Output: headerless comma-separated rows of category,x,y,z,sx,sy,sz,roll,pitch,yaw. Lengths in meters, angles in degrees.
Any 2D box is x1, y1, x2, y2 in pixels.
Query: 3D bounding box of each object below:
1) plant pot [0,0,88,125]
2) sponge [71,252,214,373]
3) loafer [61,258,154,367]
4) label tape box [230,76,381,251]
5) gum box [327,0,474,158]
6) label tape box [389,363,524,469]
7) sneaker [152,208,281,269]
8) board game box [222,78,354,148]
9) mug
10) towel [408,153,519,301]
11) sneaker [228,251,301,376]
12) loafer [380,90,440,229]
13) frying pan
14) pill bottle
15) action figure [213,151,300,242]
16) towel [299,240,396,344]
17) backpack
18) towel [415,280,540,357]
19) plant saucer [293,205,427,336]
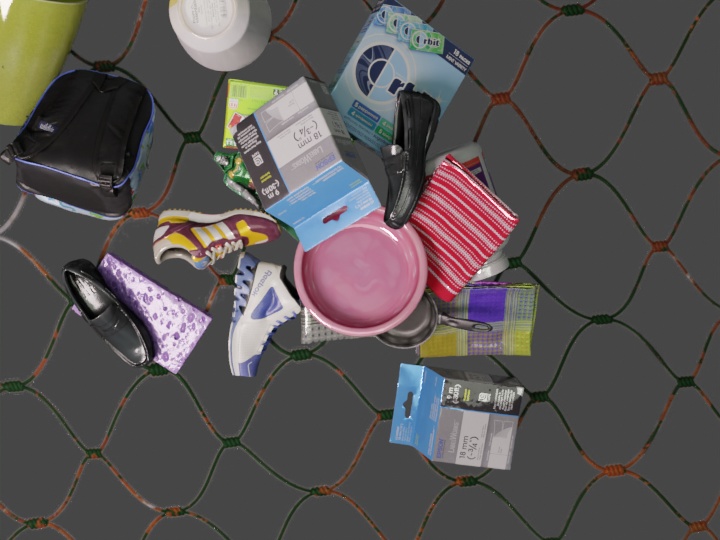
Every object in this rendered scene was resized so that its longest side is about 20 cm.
plant pot,-0.509,-0.322,1.218,0.186,0.187,0.201,17,113,-4
sponge,-0.352,0.069,1.352,0.199,0.030,0.112,33,97,-5
loafer,-0.397,0.072,1.301,0.068,0.070,0.201,-34,98,6
label tape box,-0.079,-0.148,1.181,0.144,0.063,0.201,-29,79,25
gum box,0.052,-0.278,1.257,0.169,0.045,0.201,31,90,-20
label tape box,0.156,0.241,1.374,0.198,0.063,0.145,7,99,-3
sneaker,-0.222,-0.042,1.296,0.198,0.075,0.091,0,60,6
board game box,-0.107,-0.231,1.285,0.198,0.048,0.102,5,100,-7
mug,-0.224,-0.383,1.211,0.186,0.153,0.150,39,98,-7
towel,0.129,-0.057,1.238,0.145,0.022,0.200,43,132,8
sneaker,-0.146,0.075,1.331,0.114,0.081,0.201,6,98,0
loafer,0.059,-0.161,1.210,0.070,0.068,0.202,15,84,-19
frying pan,0.100,0.058,1.293,0.189,0.031,0.116,-15,108,15
pill bottle,0.162,-0.089,1.290,0.112,0.112,0.201,-20,100,3
action figure,-0.143,-0.131,1.311,0.199,0.055,0.119,30,101,-2
towel,-0.002,0.015,1.327,0.198,0.035,0.194,-4,99,-19
backpack,-0.401,-0.186,1.236,0.182,0.147,0.201,16,59,-6
towel,0.184,0.082,1.344,0.198,0.023,0.145,0,120,-2
plant saucer,0.000,0.000,1.250,0.199,0.051,0.202,0,80,-2
